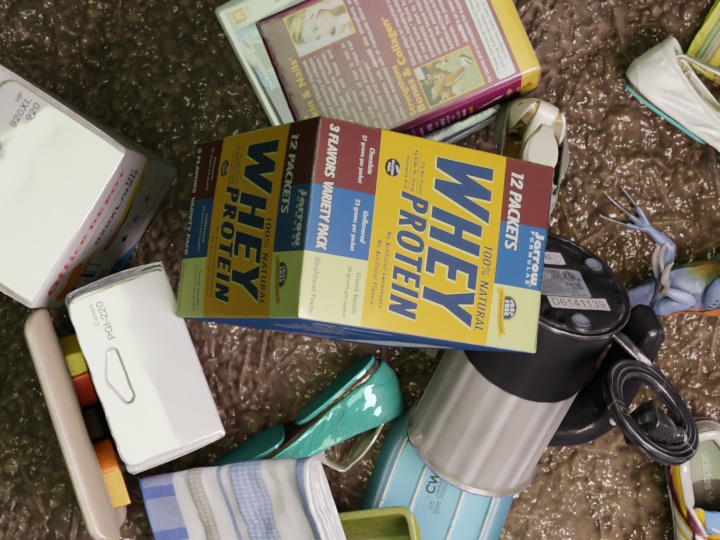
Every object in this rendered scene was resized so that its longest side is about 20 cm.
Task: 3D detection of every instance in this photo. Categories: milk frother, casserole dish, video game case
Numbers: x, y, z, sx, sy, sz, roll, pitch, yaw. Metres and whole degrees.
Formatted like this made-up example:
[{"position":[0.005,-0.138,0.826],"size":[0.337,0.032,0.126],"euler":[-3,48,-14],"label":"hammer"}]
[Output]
[{"position":[0.149,0.110,1.234],"size":[0.179,0.201,0.189],"euler":[16,128,-10],"label":"milk frother"},{"position":[0.060,0.207,1.345],"size":[0.120,0.039,0.201],"euler":[20,89,5],"label":"casserole dish"},{"position":[-0.002,-0.178,1.369],"size":[0.181,0.023,0.201],"euler":[-28,86,4],"label":"video game case"}]

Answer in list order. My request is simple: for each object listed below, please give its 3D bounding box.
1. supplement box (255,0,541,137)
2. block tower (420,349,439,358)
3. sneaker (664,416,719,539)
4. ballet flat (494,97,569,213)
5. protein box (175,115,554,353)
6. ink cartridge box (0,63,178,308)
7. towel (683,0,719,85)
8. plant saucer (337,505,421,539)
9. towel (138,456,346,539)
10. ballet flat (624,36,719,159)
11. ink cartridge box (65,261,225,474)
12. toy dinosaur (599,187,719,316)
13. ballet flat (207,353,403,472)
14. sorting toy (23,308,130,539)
[{"position":[0.033,-0.175,1.303],"size":[0.199,0.103,0.132],"euler":[-22,87,4],"label":"supplement box"},{"position":[0.000,0.000,1.339],"size":[0.199,0.054,0.058],"euler":[27,122,6],"label":"block tower"},{"position":[0.290,0.220,1.298],"size":[0.074,0.090,0.202],"euler":[-15,87,4],"label":"sneaker"},{"position":[0.141,-0.099,1.272],"size":[0.067,0.201,0.064],"euler":[21,127,-4],"label":"ballet flat"},{"position":[0.000,-0.019,1.160],"size":[0.197,0.200,0.136],"euler":[9,84,-30],"label":"protein box"},{"position":[-0.261,-0.065,1.299],"size":[0.144,0.200,0.148],"euler":[31,92,5],"label":"ink cartridge box"},{"position":[0.376,-0.163,1.338],"size":[0.199,0.018,0.086],"euler":[31,92,5],"label":"towel"},{"position":[-0.009,0.296,1.311],"size":[0.199,0.048,0.201],"euler":[-12,87,35],"label":"plant saucer"},{"position":[-0.092,0.229,1.305],"size":[0.199,0.024,0.148],"euler":[-11,99,36],"label":"towel"},{"position":[0.308,-0.117,1.314],"size":[0.200,0.069,0.070],"euler":[42,92,8],"label":"ballet flat"},{"position":[-0.172,0.082,1.283],"size":[0.084,0.200,0.147],"euler":[-21,87,-7],"label":"ink cartridge box"},{"position":[0.269,0.023,1.311],"size":[0.181,0.105,0.201],"euler":[-34,97,22],"label":"toy dinosaur"},{"position":[-0.046,0.152,1.344],"size":[0.199,0.067,0.071],"euler":[-35,100,5],"label":"ballet flat"},{"position":[-0.221,0.124,1.292],"size":[0.036,0.200,0.186],"euler":[-18,87,-7],"label":"sorting toy"}]
